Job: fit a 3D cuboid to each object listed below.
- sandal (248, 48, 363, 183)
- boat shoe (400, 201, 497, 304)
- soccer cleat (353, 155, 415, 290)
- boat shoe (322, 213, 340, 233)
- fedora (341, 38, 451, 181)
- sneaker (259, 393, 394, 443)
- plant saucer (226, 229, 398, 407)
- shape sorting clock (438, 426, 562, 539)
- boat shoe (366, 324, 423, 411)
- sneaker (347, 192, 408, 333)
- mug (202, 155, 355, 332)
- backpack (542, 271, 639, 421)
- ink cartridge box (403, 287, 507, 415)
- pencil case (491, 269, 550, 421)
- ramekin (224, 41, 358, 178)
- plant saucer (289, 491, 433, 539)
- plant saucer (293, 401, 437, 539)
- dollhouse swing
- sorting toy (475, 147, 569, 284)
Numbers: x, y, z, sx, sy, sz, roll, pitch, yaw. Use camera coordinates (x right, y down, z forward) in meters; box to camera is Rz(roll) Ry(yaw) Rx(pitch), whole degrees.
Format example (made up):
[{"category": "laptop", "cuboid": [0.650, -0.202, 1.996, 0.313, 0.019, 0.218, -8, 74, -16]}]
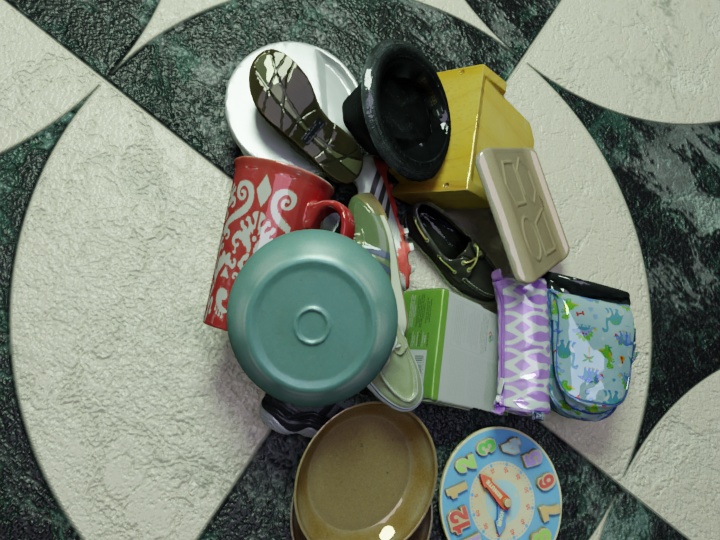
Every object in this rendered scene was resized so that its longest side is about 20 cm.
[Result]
[{"category": "sandal", "cuboid": [-0.075, -0.199, 0.744, 0.200, 0.054, 0.082, 44, 78, -15]}, {"category": "boat shoe", "cuboid": [0.146, -0.025, 0.843, 0.200, 0.061, 0.072, 41, 73, -1]}, {"category": "soccer cleat", "cuboid": [0.024, -0.066, 0.813, 0.083, 0.069, 0.205, -15, 90, -1]}, {"category": "boat shoe", "cuboid": [-0.099, -0.027, 0.792, 0.200, 0.063, 0.074, -39, 85, -18]}, {"category": "fedora", "cuboid": [0.042, -0.210, 0.762, 0.198, 0.090, 0.207, 5, 84, -49]}, {"category": "sneaker", "cuboid": [-0.033, 0.160, 0.735, 0.195, 0.076, 0.117, 7, 113, -7]}, {"category": "plant saucer", "cuboid": [-0.053, 0.058, 0.613, 0.194, 0.036, 0.206, 0, 97, -2]}, {"category": "shape sorting clock", "cuboid": [0.203, 0.330, 0.791, 0.194, 0.039, 0.206, 2, 78, -11]}, {"category": "boat shoe", "cuboid": [0.018, 0.082, 0.668, 0.071, 0.062, 0.203, -32, 93, -18]}, {"category": "sneaker", "cuboid": [0.000, 0.000, 0.735, 0.088, 0.067, 0.205, -13, 89, -34]}, {"category": "mug", "cuboid": [-0.109, -0.020, 0.672, 0.131, 0.176, 0.205, 18, 84, -31]}, {"category": "backpack", "cuboid": [0.324, 0.117, 0.820, 0.159, 0.154, 0.205, 14, 91, -7]}, {"category": "ink cartridge box", "cuboid": [0.144, 0.126, 0.811, 0.198, 0.075, 0.152, 23, 70, -42]}, {"category": "pencil case", "cuboid": [0.223, 0.106, 0.786, 0.083, 0.084, 0.205, 7, 75, -14]}, {"category": "ramekin", "cuboid": [-0.097, -0.219, 0.816, 0.197, 0.094, 0.208, 2, 78, -11]}, {"category": "plant saucer", "cuboid": [0.001, 0.326, 0.751, 0.195, 0.037, 0.206, 3, 78, -12]}, {"category": "plant saucer", "cuboid": [0.005, 0.263, 0.706, 0.195, 0.035, 0.206, -2, 95, -22]}, {"category": "dollhouse swing", "cuboid": [0.168, -0.186, 0.896, 0.178, 0.175, 0.205, 1, 74, 31]}, {"category": "sorting toy", "cuboid": [0.236, -0.086, 0.806, 0.198, 0.036, 0.189, -19, 89, -52]}]
